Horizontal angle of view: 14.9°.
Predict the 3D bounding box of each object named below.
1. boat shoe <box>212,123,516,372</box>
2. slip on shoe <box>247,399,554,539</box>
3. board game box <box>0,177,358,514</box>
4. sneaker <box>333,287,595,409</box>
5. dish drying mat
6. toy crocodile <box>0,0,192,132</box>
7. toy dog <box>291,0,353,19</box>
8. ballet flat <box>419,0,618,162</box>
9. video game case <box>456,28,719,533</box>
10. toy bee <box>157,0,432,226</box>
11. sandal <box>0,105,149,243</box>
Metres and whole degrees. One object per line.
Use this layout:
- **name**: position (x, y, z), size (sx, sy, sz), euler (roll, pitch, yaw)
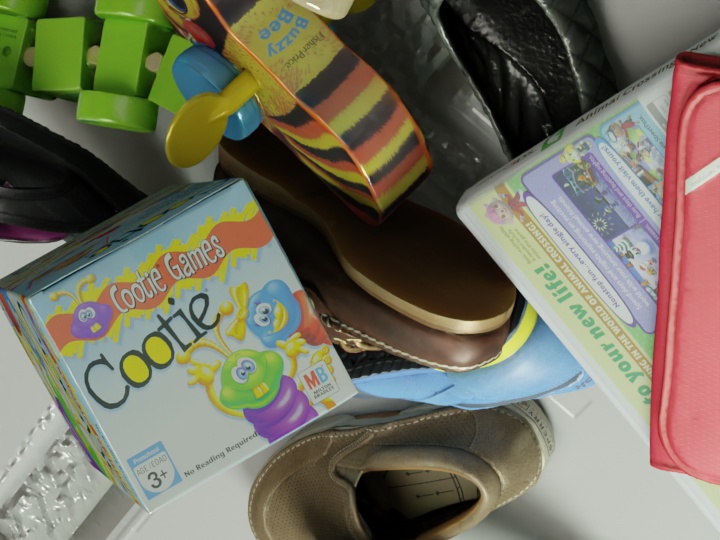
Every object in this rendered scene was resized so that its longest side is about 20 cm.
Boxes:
- **boat shoe**: position (0.000, 0.000, 1.253), size (0.200, 0.070, 0.071), euler (39, 131, 46)
- **slip on shoe**: position (0.009, 0.113, 1.373), size (0.200, 0.061, 0.076), euler (-19, 111, 40)
- **board game box**: position (-0.086, 0.028, 1.204), size (0.103, 0.105, 0.200), euler (62, 171, -6)
- **sneaker**: position (0.029, 0.039, 1.303), size (0.200, 0.066, 0.078), euler (-3, 152, 45)
- **dish drying mat**: position (0.160, 0.006, 1.137), size (0.077, 0.018, 0.201), euler (9, 122, 15)
- **toy crocodile**: position (-0.138, -0.100, 1.310), size (0.199, 0.062, 0.068), euler (8, 87, 30)
- **toy dog**: position (-0.049, -0.166, 1.088), size (0.096, 0.199, 0.132), euler (-138, 55, -62)
- **ballet flat**: position (0.074, -0.080, 1.184), size (0.066, 0.057, 0.200), euler (-15, 117, 38)
- **video game case**: position (0.168, 0.003, 1.157), size (0.182, 0.022, 0.200), euler (-32, 105, 33)
- **toy bee**: position (-0.055, -0.104, 1.195), size (0.199, 0.131, 0.109), euler (21, 159, 6)
- **sandal**: position (-0.151, -0.031, 1.316), size (0.200, 0.048, 0.075), euler (33, 154, -31)
